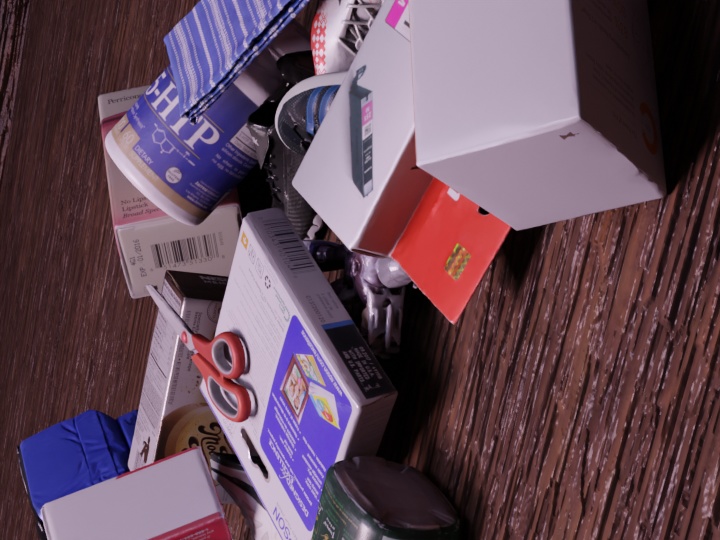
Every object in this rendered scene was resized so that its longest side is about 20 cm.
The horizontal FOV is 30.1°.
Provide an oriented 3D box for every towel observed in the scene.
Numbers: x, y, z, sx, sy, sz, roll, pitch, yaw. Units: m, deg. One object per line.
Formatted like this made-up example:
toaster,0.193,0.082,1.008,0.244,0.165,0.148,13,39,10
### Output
towel,-0.094,-0.230,1.121,0.200,0.024,0.145,-44,37,19

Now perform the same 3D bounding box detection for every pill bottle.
pill bottle,-0.126,-0.151,1.220,0.200,0.119,0.120,-47,33,8

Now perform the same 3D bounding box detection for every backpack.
backpack,-0.250,0.267,1.411,0.163,0.166,0.202,-120,11,-59

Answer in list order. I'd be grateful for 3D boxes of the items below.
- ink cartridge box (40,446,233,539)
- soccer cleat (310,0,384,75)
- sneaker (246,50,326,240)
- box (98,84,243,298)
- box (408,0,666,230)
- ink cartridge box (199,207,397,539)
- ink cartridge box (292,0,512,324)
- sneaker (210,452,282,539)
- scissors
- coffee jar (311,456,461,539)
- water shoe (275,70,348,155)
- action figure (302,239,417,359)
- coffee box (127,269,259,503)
ink cartridge box,-0.177,0.265,1.172,0.201,0.144,0.084,80,165,-46
soccer cleat,0.007,-0.225,1.074,0.085,0.068,0.202,-169,91,-70
sneaker,-0.063,-0.104,1.167,0.067,0.090,0.202,-122,44,-55
box,-0.193,-0.089,1.378,0.110,0.126,0.201,86,171,-49
box,0.096,-0.142,0.745,0.097,0.124,0.202,-13,68,30
ink cartridge box,-0.055,0.092,1.038,0.199,0.043,0.201,56,142,34
ink cartridge box,0.050,-0.095,0.883,0.174,0.043,0.201,48,116,45
sneaker,-0.087,0.224,1.153,0.200,0.075,0.117,7,89,64
scissors,-0.141,0.068,1.125,0.199,0.014,0.074,23,120,55
coffee jar,0.000,0.241,0.942,0.104,0.084,0.202,44,123,57
water shoe,-0.009,-0.106,1.022,0.199,0.071,0.080,-13,55,53
action figure,0.000,0.000,1.036,0.199,0.069,0.132,-6,71,62
coffee box,-0.141,0.111,1.263,0.080,0.112,0.202,-141,62,-62
